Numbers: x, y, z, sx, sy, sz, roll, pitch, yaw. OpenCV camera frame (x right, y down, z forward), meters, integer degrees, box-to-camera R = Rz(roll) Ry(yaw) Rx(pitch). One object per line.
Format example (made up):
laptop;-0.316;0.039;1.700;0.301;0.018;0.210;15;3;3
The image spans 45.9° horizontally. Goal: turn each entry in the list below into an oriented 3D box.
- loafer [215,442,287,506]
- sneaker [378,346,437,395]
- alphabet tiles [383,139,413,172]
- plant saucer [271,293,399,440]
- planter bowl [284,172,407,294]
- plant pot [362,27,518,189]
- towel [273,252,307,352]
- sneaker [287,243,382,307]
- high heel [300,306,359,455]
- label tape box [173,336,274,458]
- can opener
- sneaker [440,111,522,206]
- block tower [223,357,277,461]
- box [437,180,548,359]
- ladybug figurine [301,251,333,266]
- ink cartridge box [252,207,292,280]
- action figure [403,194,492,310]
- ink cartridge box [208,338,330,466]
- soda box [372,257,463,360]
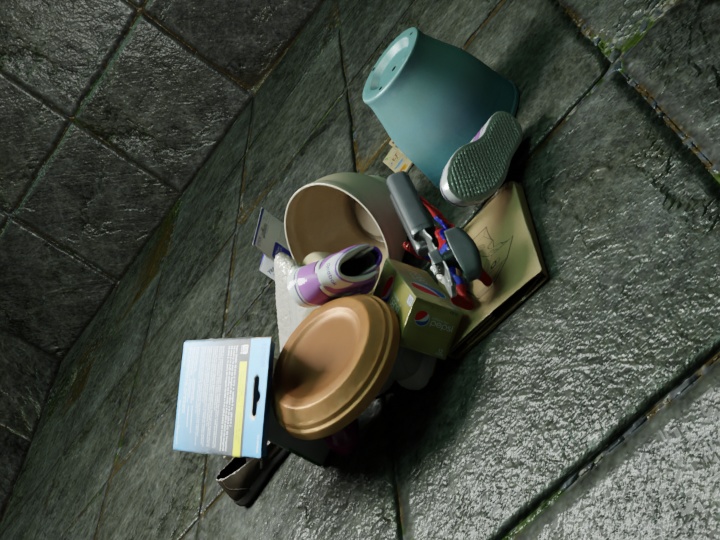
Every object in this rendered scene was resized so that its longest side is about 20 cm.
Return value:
loafer;-0.158;0.273;1.330;0.202;0.071;0.073;-58;22;0
sneaker;0.018;0.114;1.138;0.199;0.091;0.077;-23;40;57
alphabet tiles;0.107;-0.253;1.554;0.168;0.006;0.200;-54;22;8
plant saucer;-0.039;0.109;1.047;0.198;0.037;0.203;-30;37;25
planter bowl;-0.004;-0.069;1.334;0.199;0.202;0.134;-32;6;46
plant pot;0.111;-0.263;1.314;0.200;0.186;0.202;-44;26;28
towel;-0.089;0.085;1.273;0.132;0.034;0.205;33;133;52
sneaker;0.000;0.001;1.152;0.113;0.074;0.199;-24;-1;30
high heel;-0.039;0.147;1.158;0.066;0.097;0.203;-18;57;-1
label tape box;-0.158;0.163;1.093;0.197;0.062;0.148;-7;75;46
can opener;0.093;-0.052;1.057;0.065;0.054;0.202;-21;48;-1
sneaker;0.148;-0.125;1.160;0.200;0.073;0.114;-45;0;-44
block tower;-0.175;0.232;1.447;0.054;0.057;0.203;-37;32;40
box;0.160;-0.005;1.086;0.164;0.021;0.202;-46;24;28
ladybug figurine;-0.043;0.061;1.287;0.136;0.071;0.204;46;142;43
ink cartridge box;-0.106;-0.011;1.427;0.039;0.199;0.101;-36;28;32
action figure;0.098;-0.033;1.106;0.066;0.098;0.201;-50;20;12
ink cartridge box;-0.139;0.187;1.228;0.198;0.146;0.084;20;77;48
soda box;0.069;0.045;1.109;0.200;0.066;0.065;-119;48;-73
